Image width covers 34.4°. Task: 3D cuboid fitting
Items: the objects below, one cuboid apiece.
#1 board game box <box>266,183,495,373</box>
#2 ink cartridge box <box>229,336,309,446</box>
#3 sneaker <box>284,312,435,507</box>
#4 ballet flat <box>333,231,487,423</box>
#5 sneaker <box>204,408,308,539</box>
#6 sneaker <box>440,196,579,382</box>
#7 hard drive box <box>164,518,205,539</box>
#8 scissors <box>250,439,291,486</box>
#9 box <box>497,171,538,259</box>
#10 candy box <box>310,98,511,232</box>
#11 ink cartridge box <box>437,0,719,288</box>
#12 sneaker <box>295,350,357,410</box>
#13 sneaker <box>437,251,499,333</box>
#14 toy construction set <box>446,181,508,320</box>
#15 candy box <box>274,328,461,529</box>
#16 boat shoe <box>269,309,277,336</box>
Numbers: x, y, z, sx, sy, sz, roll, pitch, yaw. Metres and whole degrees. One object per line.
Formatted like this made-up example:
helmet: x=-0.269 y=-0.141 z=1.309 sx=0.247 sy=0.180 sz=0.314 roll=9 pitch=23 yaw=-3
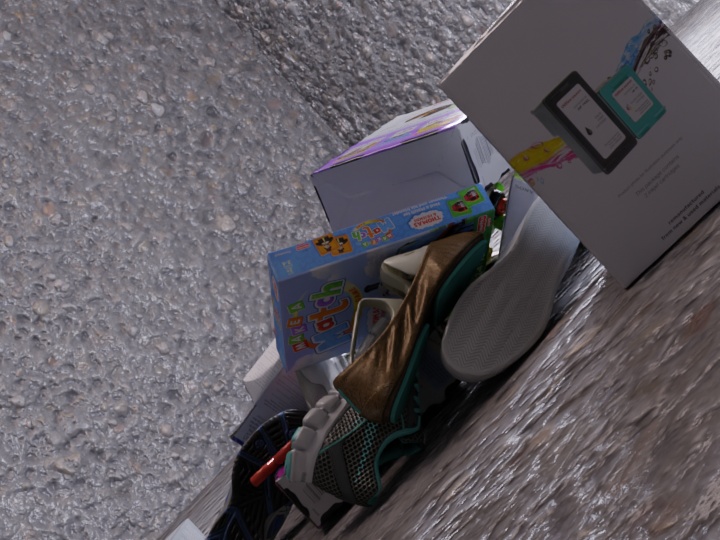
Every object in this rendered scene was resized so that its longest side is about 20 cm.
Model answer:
board game box: x=0.018 y=0.010 z=1.033 sx=0.197 sy=0.037 sz=0.152 roll=-18 pitch=-32 yaw=-12
ink cartridge box: x=-0.054 y=0.130 z=1.331 sx=0.201 sy=0.040 sz=0.200 roll=-52 pitch=-33 yaw=-6
sneaker: x=0.022 y=0.114 z=0.971 sx=0.201 sy=0.090 sz=0.078 roll=-53 pitch=-15 yaw=-27
ballet flat: x=0.036 y=0.033 z=0.950 sx=0.201 sy=0.071 sz=0.068 roll=-59 pitch=-15 yaw=-29
sneaker: x=-0.106 y=0.231 z=1.180 sx=0.202 sy=0.075 sz=0.077 roll=-59 pitch=-3 yaw=-15
sneaker: x=0.123 y=0.037 z=0.997 sx=0.201 sy=0.073 sz=0.116 roll=-50 pitch=-11 yaw=-31
hard drive box: x=-0.238 y=0.377 z=1.277 sx=0.156 sy=0.077 sz=0.200 roll=-45 pitch=0 yaw=5
scissors: x=-0.045 y=0.151 z=1.167 sx=0.073 sy=0.014 sz=0.200 roll=-49 pitch=-5 yaw=35
box: x=0.203 y=-0.079 z=1.218 sx=0.200 sy=0.036 sz=0.146 roll=-46 pitch=-30 yaw=-45
candy box: x=0.073 y=-0.115 z=1.141 sx=0.166 sy=0.073 sz=0.200 roll=-15 pitch=14 yaw=33
ink cartridge box: x=0.178 y=-0.118 z=0.877 sx=0.146 sy=0.200 sz=0.147 roll=-43 pitch=0 yaw=11
sneaker: x=-0.022 y=0.088 z=1.151 sx=0.079 sy=0.072 sz=0.200 roll=-19 pitch=10 yaw=7
sneaker: x=0.107 y=0.039 z=1.271 sx=0.200 sy=0.071 sz=0.075 roll=-46 pitch=3 yaw=-37
toy construction set: x=0.104 y=-0.019 z=1.196 sx=0.132 sy=0.090 sz=0.203 roll=73 pitch=-151 yaw=-61
candy box: x=0.009 y=0.144 z=1.089 sx=0.200 sy=0.061 sz=0.136 roll=-45 pitch=-2 yaw=-7
boat shoe: x=0.000 y=0.000 z=1.109 sx=0.197 sy=0.069 sz=0.072 roll=-26 pitch=-29 yaw=3
